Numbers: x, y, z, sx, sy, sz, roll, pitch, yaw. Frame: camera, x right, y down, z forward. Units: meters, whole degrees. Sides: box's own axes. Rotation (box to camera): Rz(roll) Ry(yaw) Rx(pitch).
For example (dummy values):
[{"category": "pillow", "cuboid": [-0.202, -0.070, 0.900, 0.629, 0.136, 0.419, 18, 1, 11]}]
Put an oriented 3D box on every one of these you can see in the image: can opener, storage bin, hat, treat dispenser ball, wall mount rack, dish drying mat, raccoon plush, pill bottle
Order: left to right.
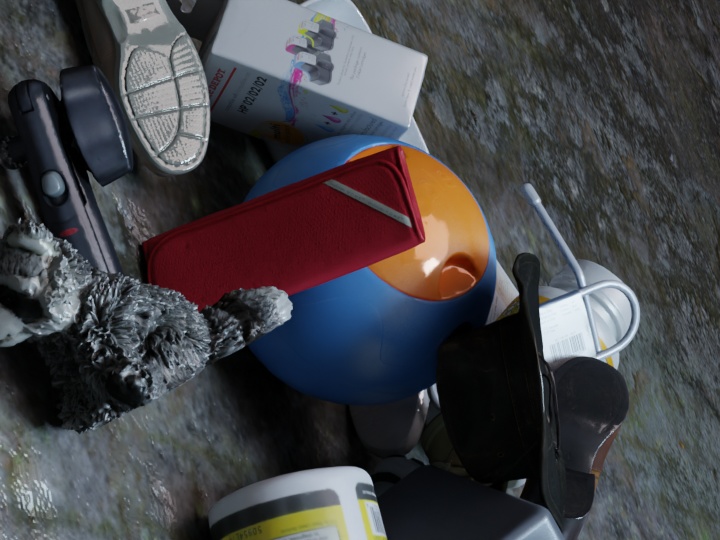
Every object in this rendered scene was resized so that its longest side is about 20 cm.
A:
[{"category": "can opener", "cuboid": [-0.180, -0.030, 1.129, 0.063, 0.079, 0.200, -16, 93, -74]}, {"category": "raccoon plush", "cuboid": [-0.150, 0.012, 1.090, 0.200, 0.097, 0.134, -30, 95, -52]}, {"category": "dish drying mat", "cuboid": [-0.056, -0.019, 1.201, 0.018, 0.200, 0.077, 33, 40, -67]}, {"category": "pill bottle", "cuboid": [-0.025, 0.238, 1.144, 0.114, 0.114, 0.200, 19, 53, -59]}, {"category": "treat dispenser ball", "cuboid": [0.000, 0.000, 1.296, 0.201, 0.201, 0.201, 45, 32, -39]}, {"category": "storage bin", "cuboid": [0.072, 0.225, 1.202, 0.146, 0.200, 0.134, -34, 111, -22]}, {"category": "hat", "cuboid": [0.096, 0.088, 1.231, 0.201, 0.081, 0.201, -7, 90, -80]}, {"category": "wall mount rack", "cuboid": [0.121, 0.032, 1.423, 0.075, 0.200, 0.174, 16, -56, 65]}, {"category": "pill bottle", "cuboid": [0.156, 0.086, 1.541, 0.200, 0.113, 0.113, -46, 116, -25]}]

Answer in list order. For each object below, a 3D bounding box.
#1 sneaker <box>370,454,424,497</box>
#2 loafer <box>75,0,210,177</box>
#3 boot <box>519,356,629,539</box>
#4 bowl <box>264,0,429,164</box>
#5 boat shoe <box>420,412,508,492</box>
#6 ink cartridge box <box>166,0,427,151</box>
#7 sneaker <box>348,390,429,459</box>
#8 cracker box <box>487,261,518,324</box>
[{"category": "sneaker", "cuboid": [0.049, 0.244, 1.349, 0.079, 0.074, 0.200, -34, 96, -35]}, {"category": "loafer", "cuboid": [-0.164, -0.160, 1.273, 0.072, 0.063, 0.200, -16, 85, -31]}, {"category": "boot", "cuboid": [0.148, 0.188, 1.403, 0.068, 0.200, 0.188, 16, 46, -3]}, {"category": "bowl", "cuboid": [-0.026, -0.131, 1.512, 0.200, 0.075, 0.200, 64, 25, -7]}, {"category": "boat shoe", "cuboid": [0.090, 0.162, 1.381, 0.200, 0.073, 0.063, 85, -15, -59]}, {"category": "ink cartridge box", "cuboid": [-0.064, -0.150, 1.336, 0.200, 0.115, 0.068, 20, 67, -11]}, {"category": "sneaker", "cuboid": [0.041, 0.084, 1.462, 0.088, 0.075, 0.200, 49, 28, -38]}, {"category": "cracker box", "cuboid": [0.106, 0.046, 1.647, 0.200, 0.058, 0.134, 55, 27, -26]}]
